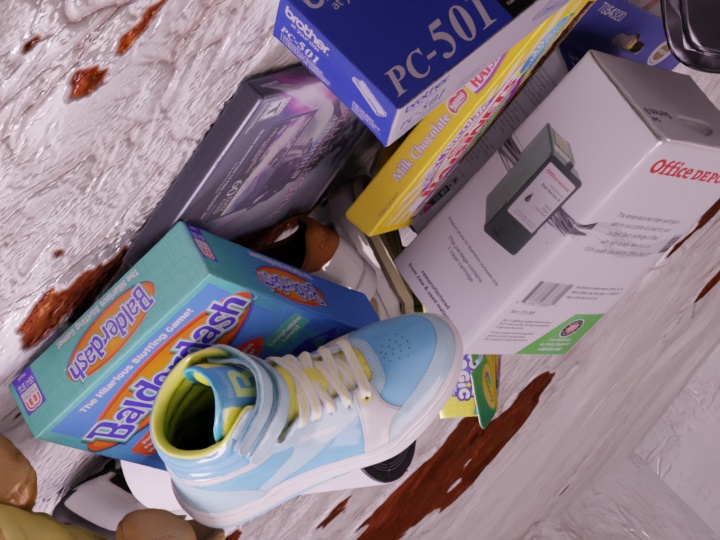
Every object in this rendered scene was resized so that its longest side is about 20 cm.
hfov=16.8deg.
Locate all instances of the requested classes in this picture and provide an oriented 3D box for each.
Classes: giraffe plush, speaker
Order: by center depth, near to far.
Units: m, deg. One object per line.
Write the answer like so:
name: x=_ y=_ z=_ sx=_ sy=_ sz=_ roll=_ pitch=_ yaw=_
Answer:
giraffe plush: x=-0.160 y=0.195 z=1.475 sx=0.200 sy=0.161 sz=0.174 roll=101 pitch=-7 yaw=-77
speaker: x=-0.065 y=0.113 z=1.623 sx=0.199 sy=0.082 sz=0.081 roll=-11 pitch=-171 yaw=36

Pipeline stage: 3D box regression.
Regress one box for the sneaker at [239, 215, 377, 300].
sneaker: x=-0.092 y=0.031 z=1.582 sx=0.199 sy=0.073 sz=0.085 roll=-36 pitch=126 yaw=10

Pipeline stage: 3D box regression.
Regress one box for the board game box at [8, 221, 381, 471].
board game box: x=-0.094 y=0.056 z=1.480 sx=0.152 sy=0.045 sz=0.200 roll=-42 pitch=148 yaw=18

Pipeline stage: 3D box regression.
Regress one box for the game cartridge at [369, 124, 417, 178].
game cartridge: x=0.096 y=-0.152 z=1.602 sx=0.200 sy=0.032 sz=0.177 roll=-42 pitch=170 yaw=-25

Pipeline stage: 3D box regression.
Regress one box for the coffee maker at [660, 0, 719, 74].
coffee maker: x=0.267 y=-0.198 z=1.561 sx=0.134 sy=0.193 sz=0.200 roll=-23 pitch=-162 yaw=24

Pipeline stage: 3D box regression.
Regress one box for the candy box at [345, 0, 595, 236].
candy box: x=0.072 y=-0.105 z=1.513 sx=0.200 sy=0.026 sz=0.102 roll=-50 pitch=169 yaw=14

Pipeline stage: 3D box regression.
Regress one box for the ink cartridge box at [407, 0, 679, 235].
ink cartridge box: x=0.137 y=-0.092 z=1.649 sx=0.200 sy=0.043 sz=0.196 roll=-42 pitch=159 yaw=18

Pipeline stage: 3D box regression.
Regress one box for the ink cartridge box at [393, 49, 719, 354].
ink cartridge box: x=0.142 y=-0.040 z=1.588 sx=0.200 sy=0.084 sz=0.146 roll=-47 pitch=154 yaw=23

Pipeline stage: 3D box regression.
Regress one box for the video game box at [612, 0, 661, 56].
video game box: x=0.156 y=-0.137 z=1.770 sx=0.200 sy=0.047 sz=0.182 roll=-49 pitch=177 yaw=30

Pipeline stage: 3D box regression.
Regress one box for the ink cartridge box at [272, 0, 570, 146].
ink cartridge box: x=0.055 y=-0.163 z=1.340 sx=0.200 sy=0.094 sz=0.044 roll=-40 pitch=166 yaw=-24

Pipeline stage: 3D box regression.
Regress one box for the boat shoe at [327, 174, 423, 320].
boat shoe: x=0.000 y=0.000 z=1.689 sx=0.068 sy=0.075 sz=0.200 roll=-14 pitch=153 yaw=7

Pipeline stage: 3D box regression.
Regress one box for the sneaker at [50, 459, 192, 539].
sneaker: x=-0.152 y=0.145 z=1.721 sx=0.200 sy=0.073 sz=0.080 roll=-30 pitch=146 yaw=-61

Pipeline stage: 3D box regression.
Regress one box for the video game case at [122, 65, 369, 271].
video game case: x=-0.049 y=-0.072 z=1.466 sx=0.143 sy=0.019 sz=0.200 roll=-53 pitch=164 yaw=29

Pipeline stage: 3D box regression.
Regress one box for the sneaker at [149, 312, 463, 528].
sneaker: x=-0.034 y=0.072 z=1.436 sx=0.199 sy=0.080 sz=0.131 roll=-33 pitch=152 yaw=-2

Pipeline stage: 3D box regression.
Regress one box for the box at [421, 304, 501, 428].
box: x=0.075 y=0.023 z=1.766 sx=0.200 sy=0.048 sz=0.118 roll=-81 pitch=164 yaw=-66
